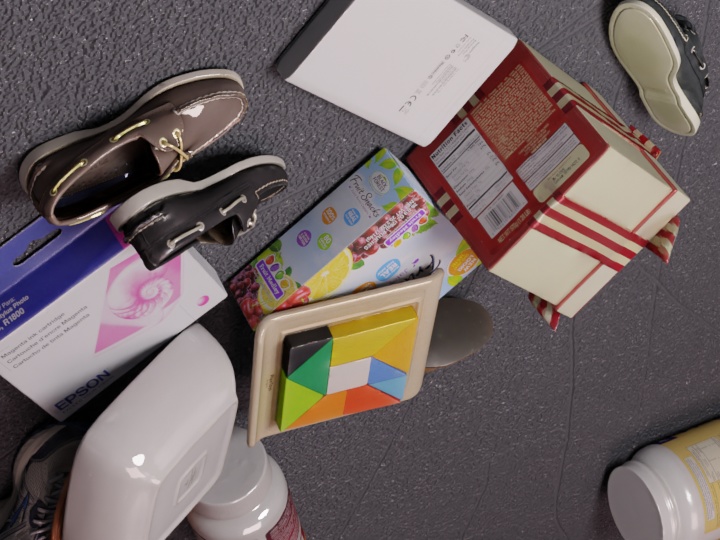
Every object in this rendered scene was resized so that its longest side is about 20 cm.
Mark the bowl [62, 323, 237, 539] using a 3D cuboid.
[{"bbox_3d":[-0.184,0.173,1.607,0.200,0.074,0.201,-46,162,-42],"label":"bowl"}]

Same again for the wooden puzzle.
[{"bbox_3d":[-0.013,0.089,1.667,0.198,0.037,0.186,-17,143,-21],"label":"wooden puzzle"}]

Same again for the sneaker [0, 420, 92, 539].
[{"bbox_3d":[-0.296,0.229,1.670,0.077,0.085,0.201,5,128,-42],"label":"sneaker"}]

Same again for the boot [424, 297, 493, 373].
[{"bbox_3d":[0.041,0.085,1.811,0.198,0.074,0.076,-20,161,-14],"label":"boot"}]

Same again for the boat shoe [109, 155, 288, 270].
[{"bbox_3d":[-0.123,-0.048,1.467,0.074,0.061,0.199,-38,170,34],"label":"boat shoe"}]

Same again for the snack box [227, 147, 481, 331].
[{"bbox_3d":[0.000,0.000,1.663,0.199,0.068,0.169,-39,145,9],"label":"snack box"}]

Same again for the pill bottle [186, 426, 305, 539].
[{"bbox_3d":[-0.123,0.250,1.815,0.109,0.110,0.201,-27,144,-10],"label":"pill bottle"}]

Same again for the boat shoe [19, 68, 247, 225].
[{"bbox_3d":[-0.174,-0.097,1.411,0.199,0.060,0.072,-26,137,-14],"label":"boat shoe"}]

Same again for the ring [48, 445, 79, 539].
[{"bbox_3d":[-0.237,0.209,1.683,0.201,0.019,0.202,-50,151,-40],"label":"ring"}]

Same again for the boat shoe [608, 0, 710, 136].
[{"bbox_3d":[0.293,-0.210,1.666,0.066,0.074,0.200,-58,139,-17],"label":"boat shoe"}]

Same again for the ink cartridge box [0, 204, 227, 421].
[{"bbox_3d":[-0.238,0.026,1.521,0.196,0.043,0.200,-37,146,2],"label":"ink cartridge box"}]

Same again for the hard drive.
[{"bbox_3d":[0.034,-0.187,1.510,0.132,0.027,0.199,-48,144,18],"label":"hard drive"}]

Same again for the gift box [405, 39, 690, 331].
[{"bbox_3d":[0.180,-0.066,1.628,0.184,0.201,0.186,-42,146,19],"label":"gift box"}]

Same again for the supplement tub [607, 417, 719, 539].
[{"bbox_3d":[0.437,0.282,2.280,0.198,0.146,0.146,-17,141,-23],"label":"supplement tub"}]
